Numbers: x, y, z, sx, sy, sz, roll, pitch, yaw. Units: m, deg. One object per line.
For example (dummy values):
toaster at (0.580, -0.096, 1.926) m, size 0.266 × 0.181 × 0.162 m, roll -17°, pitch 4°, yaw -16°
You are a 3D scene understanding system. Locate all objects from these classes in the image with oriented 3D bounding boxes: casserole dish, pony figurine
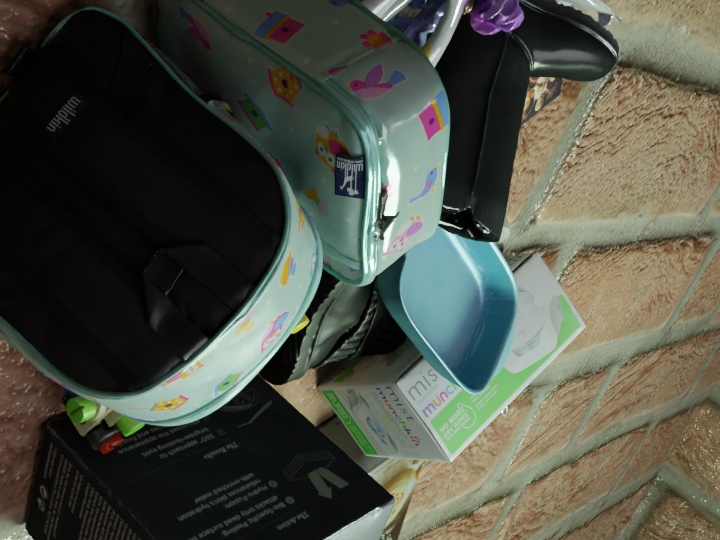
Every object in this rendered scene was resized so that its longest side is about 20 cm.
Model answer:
casserole dish at (0.072, 0.017, 0.928) m, size 0.200 × 0.039 × 0.122 m, roll 50°, pitch 56°, yaw -43°
pony figurine at (0.069, -0.214, 0.768) m, size 0.200 × 0.167 × 0.192 m, roll -46°, pitch 149°, yaw 21°

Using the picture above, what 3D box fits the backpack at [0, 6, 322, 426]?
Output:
backpack at (-0.122, -0.014, 0.615) m, size 0.176 × 0.200 × 0.154 m, roll -48°, pitch 153°, yaw -12°

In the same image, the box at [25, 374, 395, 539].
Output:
box at (-0.117, 0.189, 0.863) m, size 0.196 × 0.200 × 0.118 m, roll -18°, pitch 137°, yaw -48°

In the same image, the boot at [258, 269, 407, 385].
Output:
boot at (-0.002, -0.001, 0.952) m, size 0.157 × 0.079 × 0.212 m, roll -13°, pitch 141°, yaw -45°

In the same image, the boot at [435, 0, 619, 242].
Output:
boot at (0.120, -0.116, 0.877) m, size 0.066 × 0.164 × 0.202 m, roll -25°, pitch -131°, yaw 60°

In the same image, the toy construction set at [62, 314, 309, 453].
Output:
toy construction set at (-0.141, 0.060, 0.792) m, size 0.199 × 0.093 × 0.131 m, roll 0°, pitch 147°, yaw -49°

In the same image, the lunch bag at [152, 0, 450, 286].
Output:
lunch bag at (-0.037, -0.088, 0.663) m, size 0.077 × 0.200 × 0.161 m, roll -34°, pitch 149°, yaw -29°

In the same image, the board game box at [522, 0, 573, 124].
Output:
board game box at (0.110, -0.164, 0.989) m, size 0.200 × 0.035 × 0.136 m, roll -39°, pitch 150°, yaw -25°

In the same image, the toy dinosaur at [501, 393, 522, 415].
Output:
toy dinosaur at (0.170, 0.089, 1.362) m, size 0.102 × 0.077 × 0.201 m, roll -34°, pitch 145°, yaw -55°

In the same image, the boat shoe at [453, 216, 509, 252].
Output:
boat shoe at (0.098, -0.043, 1.050) m, size 0.071 × 0.061 × 0.202 m, roll -11°, pitch 170°, yaw -4°

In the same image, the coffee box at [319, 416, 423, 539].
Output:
coffee box at (0.000, 0.242, 1.241) m, size 0.114 × 0.080 × 0.201 m, roll -27°, pitch 143°, yaw -40°

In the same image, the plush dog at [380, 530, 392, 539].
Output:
plush dog at (-0.089, 0.264, 1.052) m, size 0.171 × 0.201 × 0.161 m, roll -29°, pitch 167°, yaw -30°

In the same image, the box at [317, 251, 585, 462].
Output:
box at (0.085, 0.082, 1.082) m, size 0.200 × 0.097 × 0.176 m, roll -40°, pitch -169°, yaw -25°
